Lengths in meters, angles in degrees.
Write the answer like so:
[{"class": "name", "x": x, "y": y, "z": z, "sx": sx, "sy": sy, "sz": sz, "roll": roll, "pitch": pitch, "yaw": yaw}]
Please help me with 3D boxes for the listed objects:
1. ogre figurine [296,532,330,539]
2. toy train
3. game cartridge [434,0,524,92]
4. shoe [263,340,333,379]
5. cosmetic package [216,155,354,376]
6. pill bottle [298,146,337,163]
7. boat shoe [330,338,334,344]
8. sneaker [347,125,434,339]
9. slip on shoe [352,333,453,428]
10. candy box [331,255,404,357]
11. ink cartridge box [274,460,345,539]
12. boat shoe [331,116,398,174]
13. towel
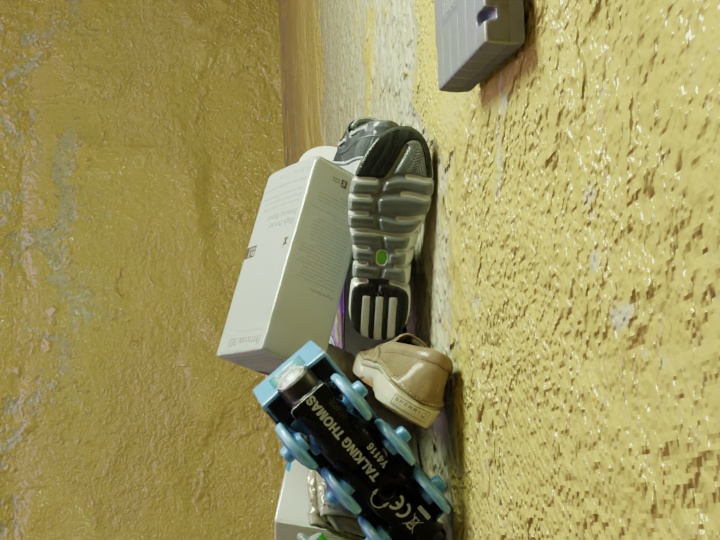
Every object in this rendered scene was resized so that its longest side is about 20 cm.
[{"class": "ogre figurine", "x": 0.007, "y": 0.296, "z": 0.748, "sx": 0.120, "sy": 0.200, "sz": 0.098, "roll": 21, "pitch": 73, "yaw": 48}, {"class": "toy train", "x": -0.003, "y": 0.152, "z": 0.726, "sx": 0.200, "sy": 0.087, "sz": 0.114, "roll": 51, "pitch": 174, "yaw": -14}, {"class": "game cartridge", "x": 0.076, "y": -0.231, "z": 0.580, "sx": 0.130, "sy": 0.038, "sz": 0.201, "roll": 159, "pitch": 110, "yaw": -86}, {"class": "shoe", "x": -0.039, "y": 0.180, "z": 1.032, "sx": 0.072, "sy": 0.091, "sz": 0.201, "roll": -117, "pitch": 3, "yaw": -62}, {"class": "cosmetic package", "x": -0.067, "y": -0.001, "z": 0.863, "sx": 0.102, "sy": 0.074, "sz": 0.201, "roll": -14, "pitch": 56, "yaw": 55}, {"class": "pill bottle", "x": -0.052, "y": -0.075, "z": 1.226, "sx": 0.200, "sy": 0.111, "sz": 0.112, "roll": 99, "pitch": 167, "yaw": -54}, {"class": "boat shoe", "x": -0.049, "y": 0.073, "z": 1.162, "sx": 0.068, "sy": 0.071, "sz": 0.201, "roll": 125, "pitch": 131, "yaw": -69}, {"class": "sneaker", "x": 0.025, "y": -0.044, "z": 0.840, "sx": 0.116, "sy": 0.075, "sz": 0.201, "roll": -73, "pitch": -7, "yaw": -74}, {"class": "slip on shoe", "x": 0.039, "y": 0.088, "z": 0.790, "sx": 0.061, "sy": 0.076, "sz": 0.200, "roll": -61, "pitch": 3, "yaw": -1}, {"class": "candy box", "x": 0.000, "y": 0.000, "z": 1.013, "sx": 0.200, "sy": 0.071, "sz": 0.169, "roll": -119, "pitch": 28, "yaw": -72}, {"class": "ink cartridge box", "x": -0.022, "y": 0.276, "z": 0.951, "sx": 0.201, "sy": 0.125, "sz": 0.129, "roll": 95, "pitch": -177, "yaw": -45}, {"class": "boat shoe", "x": 0.006, "y": -0.131, "z": 0.946, "sx": 0.200, "sy": 0.071, "sz": 0.068, "roll": -150, "pitch": 60, "yaw": -81}, {"class": "towel", "x": 0.002, "y": 0.166, "z": 0.842, "sx": 0.034, "sy": 0.132, "sz": 0.201, "roll": -35, "pitch": 44, "yaw": 32}]
